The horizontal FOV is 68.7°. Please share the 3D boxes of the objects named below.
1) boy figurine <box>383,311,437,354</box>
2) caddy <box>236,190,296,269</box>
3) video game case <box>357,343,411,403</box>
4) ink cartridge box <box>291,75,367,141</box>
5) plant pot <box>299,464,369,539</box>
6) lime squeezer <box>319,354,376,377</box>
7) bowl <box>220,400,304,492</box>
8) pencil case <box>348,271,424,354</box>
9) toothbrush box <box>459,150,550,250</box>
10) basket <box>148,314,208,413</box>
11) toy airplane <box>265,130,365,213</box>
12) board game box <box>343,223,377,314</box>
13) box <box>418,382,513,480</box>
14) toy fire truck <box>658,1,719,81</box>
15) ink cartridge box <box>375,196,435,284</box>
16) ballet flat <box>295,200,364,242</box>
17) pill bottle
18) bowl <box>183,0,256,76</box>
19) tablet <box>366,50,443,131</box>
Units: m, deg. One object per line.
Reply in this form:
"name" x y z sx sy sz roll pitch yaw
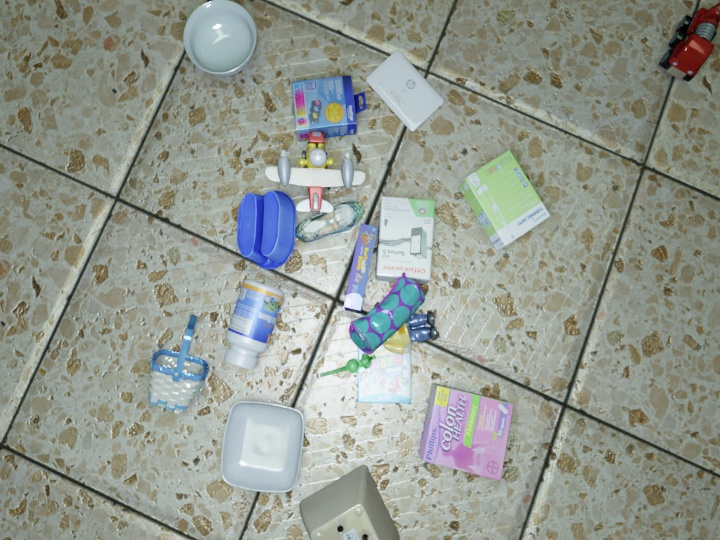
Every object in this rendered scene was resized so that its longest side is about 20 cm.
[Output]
"boy figurine" 0.091 0.148 1.327 0.193 0.064 0.129 -7 85 -4
"caddy" -0.237 -0.109 1.356 0.137 0.104 0.208 -1 82 23
"video game case" 0.062 0.234 1.355 0.138 0.018 0.208 1 83 -1
"ink cartridge box" -0.081 -0.437 1.413 0.193 0.076 0.142 -7 83 -3
"plant pot" -0.028 0.612 1.226 0.196 0.177 0.204 -27 84 -3
"lime squeezer" -0.015 0.240 1.317 0.197 0.070 0.039 -26 91 39
"bowl" -0.237 0.428 1.298 0.193 0.075 0.207 8 82 -1
"pencil case" 0.063 0.104 1.266 0.199 0.085 0.093 -41 97 -19
"toothbrush box" 0.373 -0.181 1.379 0.143 0.086 0.203 -31 83 -5
"basket" -0.435 0.221 1.279 0.135 0.176 0.207 13 96 -13
"toy airplane" -0.113 -0.245 1.325 0.199 0.142 0.200 44 69 9
"board game box" 0.000 0.000 1.326 0.043 0.135 0.207 11 83 1
"box" 0.257 0.391 1.298 0.193 0.097 0.182 13 83 2
"toy fire truck" 0.921 -0.619 1.385 0.126 0.200 0.179 30 83 4
"ink cartridge box" 0.114 -0.076 1.362 0.140 0.084 0.208 4 82 0
"ballet flat" -0.078 -0.126 1.375 0.195 0.074 0.076 -26 83 -4
"pill bottle" -0.270 0.136 1.317 0.108 0.112 0.207 16 83 2
"bowl" -0.368 -0.608 1.423 0.193 0.090 0.209 0 82 0
"tablet" 0.123 -0.497 1.454 0.130 0.014 0.201 -41 85 -6
